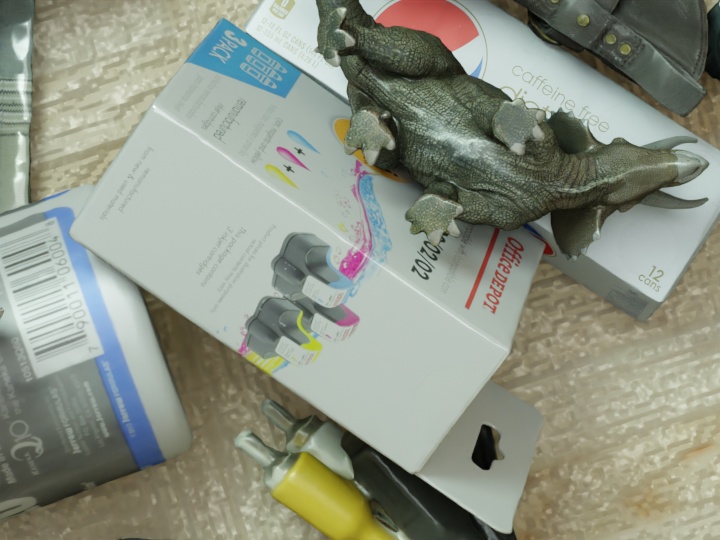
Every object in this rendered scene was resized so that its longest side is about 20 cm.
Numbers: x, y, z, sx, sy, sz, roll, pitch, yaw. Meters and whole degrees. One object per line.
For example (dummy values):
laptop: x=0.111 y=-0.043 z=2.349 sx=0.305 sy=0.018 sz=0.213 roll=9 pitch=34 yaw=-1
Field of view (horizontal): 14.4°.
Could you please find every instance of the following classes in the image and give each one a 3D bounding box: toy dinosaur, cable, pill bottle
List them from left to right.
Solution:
pill bottle: x=-0.175 y=0.051 z=1.106 sx=0.199 sy=0.114 sz=0.114 roll=-20 pitch=82 yaw=-3
toy dinosaur: x=0.029 y=-0.057 z=1.078 sx=0.200 sy=0.102 sz=0.077 roll=29 pitch=96 yaw=12
cable: x=0.042 y=0.115 z=1.133 sx=0.200 sy=0.050 sz=0.097 roll=51 pitch=49 yaw=2

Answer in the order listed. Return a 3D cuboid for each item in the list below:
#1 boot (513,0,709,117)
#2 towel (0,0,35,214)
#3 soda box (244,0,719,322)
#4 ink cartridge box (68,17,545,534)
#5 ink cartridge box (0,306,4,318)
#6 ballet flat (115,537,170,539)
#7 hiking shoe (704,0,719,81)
boot: x=0.059 y=-0.146 z=1.145 sx=0.174 sy=0.200 sz=0.069 roll=27 pitch=120 yaw=-21
towel: x=-0.229 y=-0.104 z=1.168 sx=0.199 sy=0.035 sz=0.193 roll=-2 pitch=81 yaw=-2
soda box: x=0.052 y=-0.063 z=1.151 sx=0.200 sy=0.064 sz=0.068 roll=33 pitch=82 yaw=3
ink cartridge box: x=0.000 y=0.000 z=1.085 sx=0.200 sy=0.115 sz=0.068 roll=35 pitch=114 yaw=-4
ink cartridge box: x=-0.239 y=0.063 z=1.007 sx=0.145 sy=0.084 sz=0.200 roll=29 pitch=92 yaw=7
ballet flat: x=-0.022 y=0.153 z=1.133 sx=0.199 sy=0.057 sz=0.067 roll=18 pitch=53 yaw=-3
hiking shoe: x=0.232 y=-0.115 z=1.155 sx=0.199 sy=0.074 sz=0.087 roll=-26 pitch=82 yaw=-4
